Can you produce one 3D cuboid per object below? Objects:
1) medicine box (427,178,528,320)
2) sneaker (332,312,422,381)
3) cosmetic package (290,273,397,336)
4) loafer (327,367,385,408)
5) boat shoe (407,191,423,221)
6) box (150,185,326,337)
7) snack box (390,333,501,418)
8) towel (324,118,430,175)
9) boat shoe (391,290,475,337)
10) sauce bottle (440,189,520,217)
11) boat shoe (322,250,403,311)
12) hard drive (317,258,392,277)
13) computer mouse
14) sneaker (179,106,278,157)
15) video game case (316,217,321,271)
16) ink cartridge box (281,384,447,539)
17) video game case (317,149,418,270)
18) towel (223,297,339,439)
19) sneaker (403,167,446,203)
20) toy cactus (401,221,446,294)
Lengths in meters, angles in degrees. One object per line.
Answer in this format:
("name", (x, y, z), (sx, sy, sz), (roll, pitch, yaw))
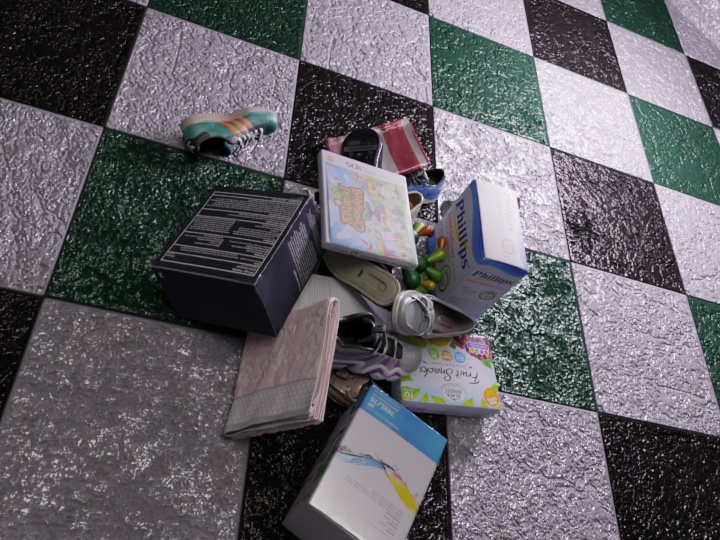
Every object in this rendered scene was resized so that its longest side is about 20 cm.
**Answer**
("medicine box", (0.218, -0.035, 1.193), (0.100, 0.201, 0.186), (12, 55, -18))
("sneaker", (0.026, 0.116, 0.985), (0.194, 0.140, 0.080), (6, 61, -18))
("cosmetic package", (-0.039, 0.074, 1.083), (0.195, 0.075, 0.104), (12, 48, -20))
("loafer", (0.009, 0.206, 1.033), (0.199, 0.063, 0.072), (40, 53, 3))
("boat shoe", (0.043, -0.104, 1.173), (0.197, 0.070, 0.072), (-22, 70, -34))
("box", (-0.188, -0.020, 0.995), (0.195, 0.125, 0.201), (8, 47, 24))
("snack box", (0.149, 0.183, 1.119), (0.194, 0.053, 0.146), (9, 57, -19))
("towel", (0.032, -0.244, 1.292), (0.195, 0.023, 0.147), (-16, 57, -7))
("boat shoe", (0.122, 0.078, 1.049), (0.200, 0.063, 0.077), (20, 74, -50))
("sauce bottle", (0.263, -0.140, 1.368), (0.195, 0.065, 0.066), (-11, 65, -28))
("boat shoe", (0.000, 0.000, 1.085), (0.199, 0.067, 0.072), (42, 93, 28))
("hard drive", (0.003, -0.058, 1.191), (0.136, 0.033, 0.204), (21, 54, -12))
("computer mouse", (-0.006, -0.194, 1.215), (0.134, 0.053, 0.204), (2, 55, 17))
("sneaker", (-0.246, -0.261, 1.207), (0.195, 0.072, 0.082), (-14, 71, -25))
("video game case", (-0.022, -0.058, 1.212), (0.143, 0.018, 0.200), (43, 53, 5))
("ink cartridge box", (0.006, 0.312, 0.913), (0.144, 0.147, 0.202), (35, 51, -1))
("video game case", (0.011, -0.107, 1.080), (0.178, 0.022, 0.205), (13, 53, -26))
("towel", (-0.120, 0.148, 0.934), (0.032, 0.197, 0.195), (38, 46, -36))
("sneaker", (0.096, -0.186, 1.301), (0.196, 0.090, 0.080), (-14, 66, -28))
("toy cactus", (0.088, -0.023, 1.157), (0.163, 0.101, 0.205), (31, 55, -33))
